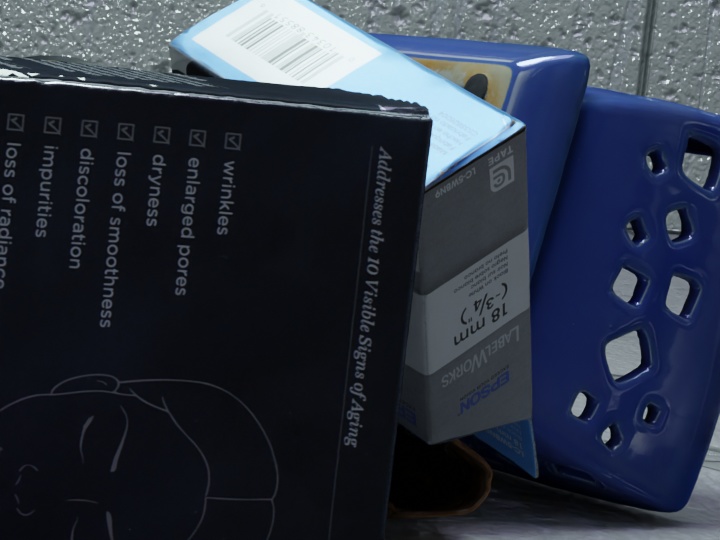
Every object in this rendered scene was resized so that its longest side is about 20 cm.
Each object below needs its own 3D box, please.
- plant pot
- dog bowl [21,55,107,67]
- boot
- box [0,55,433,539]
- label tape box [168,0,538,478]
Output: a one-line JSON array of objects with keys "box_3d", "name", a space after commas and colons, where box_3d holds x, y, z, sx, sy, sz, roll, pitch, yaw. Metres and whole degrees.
[{"box_3d": [0.064, -0.010, 1.256, 0.200, 0.200, 0.180, 11, -9, 46], "name": "plant pot"}, {"box_3d": [-0.136, 0.016, 1.059, 0.200, 0.200, 0.074, 10, 22, 32], "name": "dog bowl"}, {"box_3d": [-0.050, 0.074, 1.139, 0.200, 0.077, 0.155, 17, -1, -21], "name": "boot"}, {"box_3d": [-0.094, 0.029, 0.882, 0.196, 0.200, 0.124, 5, 6, -19], "name": "box"}, {"box_3d": [0.000, 0.000, 1.052, 0.063, 0.200, 0.144, -35, 49, -28], "name": "label tape box"}]
